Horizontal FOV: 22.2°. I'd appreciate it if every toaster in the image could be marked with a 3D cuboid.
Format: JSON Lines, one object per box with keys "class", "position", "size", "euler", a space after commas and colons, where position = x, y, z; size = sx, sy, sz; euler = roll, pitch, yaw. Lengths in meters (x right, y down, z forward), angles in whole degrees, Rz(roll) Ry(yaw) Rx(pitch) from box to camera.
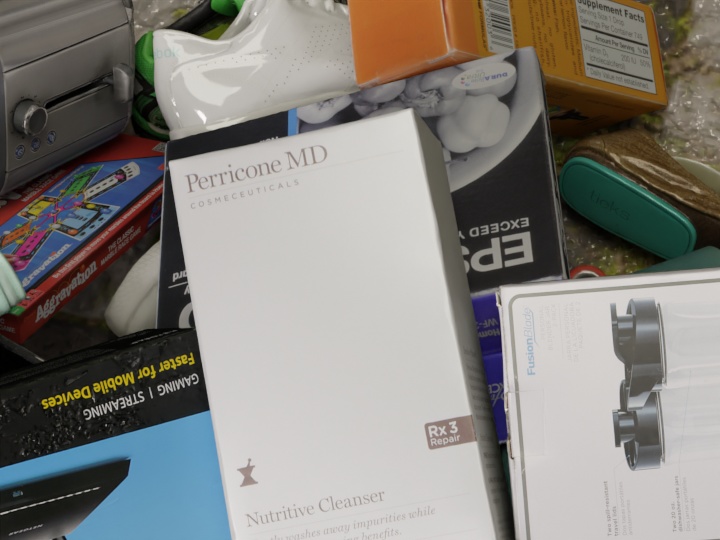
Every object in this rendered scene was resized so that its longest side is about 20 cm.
{"class": "toaster", "position": [-0.215, -0.121, 1.003], "size": [0.200, 0.114, 0.129], "euler": [23, 33, 33]}

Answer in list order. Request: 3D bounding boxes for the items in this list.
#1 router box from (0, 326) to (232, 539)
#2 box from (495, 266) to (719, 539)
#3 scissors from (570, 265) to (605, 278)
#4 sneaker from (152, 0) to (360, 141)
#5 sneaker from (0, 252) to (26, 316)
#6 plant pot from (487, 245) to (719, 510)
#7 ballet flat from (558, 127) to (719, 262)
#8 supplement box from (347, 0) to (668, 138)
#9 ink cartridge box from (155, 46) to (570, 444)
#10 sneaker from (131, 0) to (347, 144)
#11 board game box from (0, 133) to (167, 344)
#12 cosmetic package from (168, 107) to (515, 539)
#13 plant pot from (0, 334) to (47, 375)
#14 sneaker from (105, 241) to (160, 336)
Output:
{"class": "router box", "position": [-0.142, 0.119, 0.741], "size": [0.200, 0.051, 0.149], "euler": [-18, 97, -33]}
{"class": "box", "position": [0.159, 0.057, 0.756], "size": [0.200, 0.060, 0.117], "euler": [-6, 84, 6]}
{"class": "scissors", "position": [0.049, 0.048, 1.002], "size": [0.200, 0.014, 0.073], "euler": [-37, 72, -18]}
{"class": "sneaker", "position": [-0.020, -0.124, 0.997], "size": [0.200, 0.075, 0.089], "euler": [-21, 97, -30]}
{"class": "sneaker", "position": [-0.201, 0.039, 0.776], "size": [0.118, 0.074, 0.201], "euler": [-12, 63, 1]}
{"class": "plant pot", "position": [0.114, 0.103, 0.882], "size": [0.161, 0.201, 0.201], "euler": [-13, 65, 0]}
{"class": "ballet flat", "position": [0.202, -0.016, 1.014], "size": [0.200, 0.068, 0.072], "euler": [38, 51, 20]}
{"class": "supplement box", "position": [0.083, -0.120, 0.984], "size": [0.066, 0.200, 0.069], "euler": [-16, 73, 39]}
{"class": "ink cartridge box", "position": [0.000, 0.000, 0.862], "size": [0.198, 0.043, 0.200], "euler": [-13, 52, 13]}
{"class": "sneaker", "position": [-0.039, -0.134, 1.050], "size": [0.200, 0.085, 0.078], "euler": [-30, 68, -14]}
{"class": "board game box", "position": [-0.169, -0.026, 0.966], "size": [0.103, 0.019, 0.200], "euler": [12, 31, 19]}
{"class": "cosmetic package", "position": [-0.005, 0.042, 0.777], "size": [0.113, 0.081, 0.200], "euler": [-14, 83, 9]}
{"class": "plant pot", "position": [-0.228, 0.134, 0.872], "size": [0.200, 0.177, 0.200], "euler": [29, 68, 12]}
{"class": "sneaker", "position": [-0.037, -0.002, 0.992], "size": [0.200, 0.075, 0.089], "euler": [-29, 80, -14]}
